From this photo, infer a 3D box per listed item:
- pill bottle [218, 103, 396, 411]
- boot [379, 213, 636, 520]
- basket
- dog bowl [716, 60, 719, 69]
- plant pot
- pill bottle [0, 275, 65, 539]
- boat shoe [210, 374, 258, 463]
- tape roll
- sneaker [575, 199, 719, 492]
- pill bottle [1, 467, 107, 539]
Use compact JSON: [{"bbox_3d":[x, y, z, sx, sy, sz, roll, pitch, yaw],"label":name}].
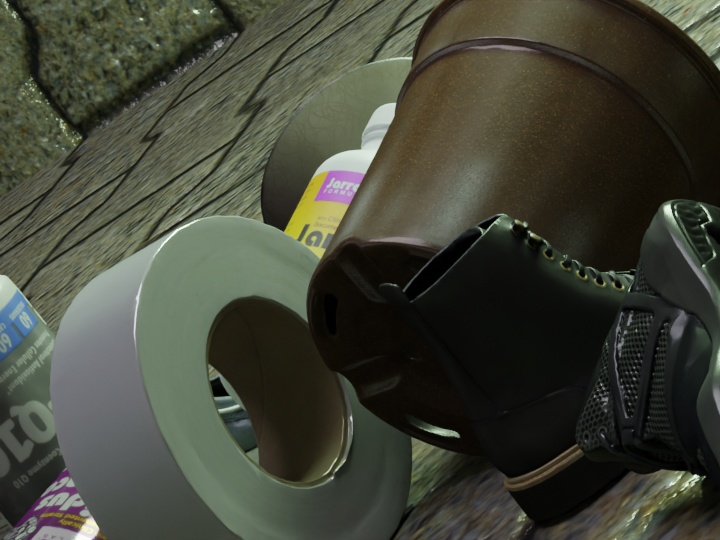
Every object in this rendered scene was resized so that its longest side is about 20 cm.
[{"bbox_3d":[0.000,0.000,1.663,0.104,0.104,0.200,-18,41,57],"label":"pill bottle"},{"bbox_3d":[0.120,0.005,1.337,0.200,0.138,0.077,-41,12,-21],"label":"boot"},{"bbox_3d":[0.023,-0.050,1.862,0.180,0.136,0.200,-40,15,3],"label":"basket"},{"bbox_3d":[0.249,-0.107,1.588,0.200,0.059,0.200,-35,11,8],"label":"dog bowl"},{"bbox_3d":[0.080,-0.020,1.470,0.200,0.200,0.198,-25,26,46],"label":"plant pot"},{"bbox_3d":[-0.202,0.112,1.711,0.114,0.200,0.114,-36,12,9],"label":"pill bottle"},{"bbox_3d":[-0.026,0.060,1.737,0.200,0.062,0.073,-31,11,23],"label":"boat shoe"},{"bbox_3d":[-0.065,0.076,1.458,0.071,0.203,0.202,-28,15,36],"label":"tape roll"},{"bbox_3d":[0.152,0.068,1.187,0.200,0.076,0.114,-110,35,-53],"label":"sneaker"},{"bbox_3d":[-0.150,0.179,1.519,0.112,0.112,0.200,-28,15,38],"label":"pill bottle"}]
